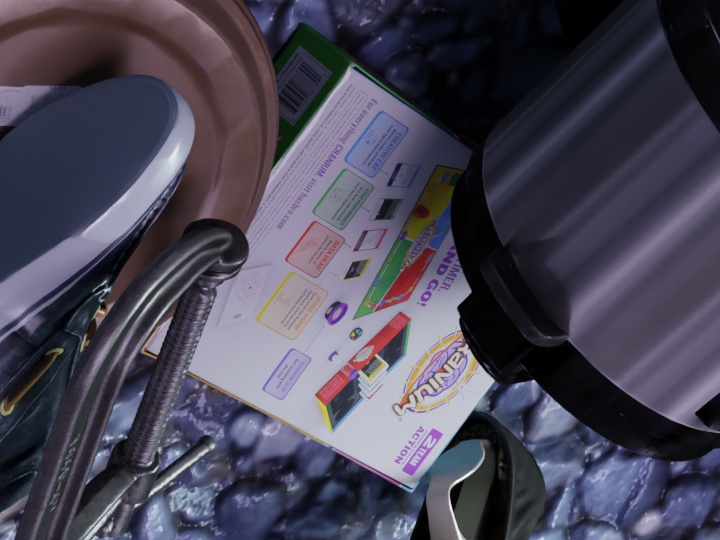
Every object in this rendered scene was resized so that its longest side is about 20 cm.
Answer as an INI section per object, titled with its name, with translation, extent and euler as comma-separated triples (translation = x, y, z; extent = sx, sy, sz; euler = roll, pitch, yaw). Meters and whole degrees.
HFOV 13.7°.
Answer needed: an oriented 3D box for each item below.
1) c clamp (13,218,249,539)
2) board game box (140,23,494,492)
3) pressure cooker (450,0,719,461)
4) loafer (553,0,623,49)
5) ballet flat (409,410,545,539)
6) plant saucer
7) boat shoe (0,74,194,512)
[c clamp]
translation = -0.090, 0.051, 1.198
extent = 0.171, 0.027, 0.200
euler = -46, 164, -44
[board game box]
translation = 0.000, 0.000, 1.334
extent = 0.153, 0.040, 0.200
euler = -53, 137, 5
[pressure cooker]
translation = 0.137, -0.020, 1.264
extent = 0.175, 0.179, 0.200
euler = 31, 124, -25
[loafer]
translation = 0.137, -0.115, 1.354
extent = 0.072, 0.072, 0.201
euler = -65, 145, -43
[ballet flat]
translation = 0.036, 0.140, 1.391
extent = 0.068, 0.200, 0.069
euler = -8, 125, 21
[plant saucer]
translation = -0.123, -0.043, 1.184
extent = 0.199, 0.029, 0.201
euler = -10, 122, -17
[boat shoe]
translation = -0.126, 0.015, 1.164
extent = 0.200, 0.071, 0.091
euler = -43, 137, 5
